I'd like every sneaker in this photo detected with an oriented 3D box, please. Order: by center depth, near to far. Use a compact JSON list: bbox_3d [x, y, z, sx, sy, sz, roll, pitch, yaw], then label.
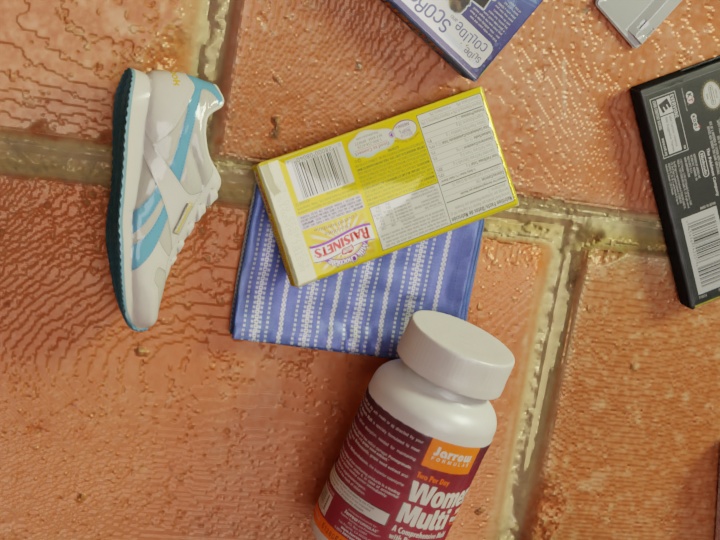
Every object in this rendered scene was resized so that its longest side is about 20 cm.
[{"bbox_3d":[-0.150,-0.050,1.240,0.080,0.076,0.202,3,104,-19],"label":"sneaker"}]

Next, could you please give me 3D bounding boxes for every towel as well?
[{"bbox_3d":[0.000,0.000,1.324,0.198,0.024,0.146,8,100,-18],"label":"towel"}]

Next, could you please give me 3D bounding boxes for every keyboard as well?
[{"bbox_3d":[0.277,-0.275,1.349,0.056,0.011,0.200,43,88,-16],"label":"keyboard"}]

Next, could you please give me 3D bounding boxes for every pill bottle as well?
[{"bbox_3d":[0.044,0.142,1.310,0.109,0.110,0.201,18,107,-19],"label":"pill bottle"}]

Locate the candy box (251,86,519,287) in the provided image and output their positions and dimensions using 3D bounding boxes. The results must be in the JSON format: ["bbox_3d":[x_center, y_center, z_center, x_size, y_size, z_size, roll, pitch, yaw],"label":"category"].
[{"bbox_3d":[0.022,-0.068,1.298,0.199,0.026,0.103,-20,99,-15],"label":"candy box"}]

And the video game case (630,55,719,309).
[{"bbox_3d":[0.337,-0.090,1.401,0.180,0.025,0.201,-20,107,-11],"label":"video game case"}]

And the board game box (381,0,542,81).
[{"bbox_3d":[0.059,-0.264,1.271,0.200,0.034,0.136,41,90,-21],"label":"board game box"}]

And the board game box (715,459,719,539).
[{"bbox_3d":[0.423,0.245,1.497,0.197,0.043,0.202,-4,105,-14],"label":"board game box"}]
